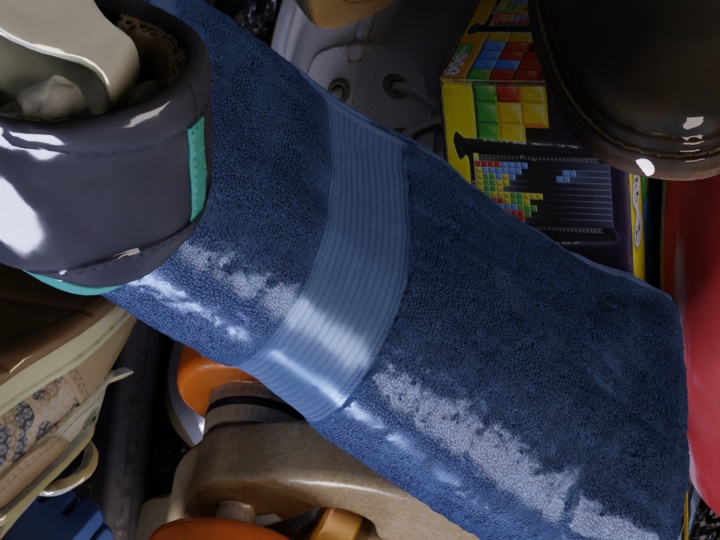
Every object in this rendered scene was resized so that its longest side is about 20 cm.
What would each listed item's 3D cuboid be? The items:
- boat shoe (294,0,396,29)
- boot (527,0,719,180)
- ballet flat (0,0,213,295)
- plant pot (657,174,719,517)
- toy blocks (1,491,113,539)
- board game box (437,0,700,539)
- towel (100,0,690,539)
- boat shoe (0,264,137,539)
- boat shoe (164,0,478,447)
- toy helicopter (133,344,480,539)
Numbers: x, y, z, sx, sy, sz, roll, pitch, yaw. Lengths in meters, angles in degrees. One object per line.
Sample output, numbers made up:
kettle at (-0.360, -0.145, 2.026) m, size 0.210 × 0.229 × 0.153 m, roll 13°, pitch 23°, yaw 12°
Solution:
boat shoe at (0.026, -0.154, 0.842) m, size 0.200 × 0.069 × 0.074 m, roll -51°, pitch 164°, yaw -24°
boot at (0.087, -0.117, 0.788) m, size 0.201 × 0.074 × 0.097 m, roll -81°, pitch 177°, yaw -48°
ballet flat at (-0.116, -0.065, 0.592) m, size 0.199 × 0.073 × 0.073 m, roll 28°, pitch 93°, yaw -2°
plant pot at (0.185, -0.003, 0.861) m, size 0.200 × 0.181 × 0.202 m, roll 1°, pitch 90°, yaw -76°
toy blocks at (-0.117, 0.112, 0.813) m, size 0.137 × 0.100 × 0.200 m, roll -50°, pitch 146°, yaw -27°
board game box at (0.074, -0.002, 0.903) m, size 0.165 × 0.056 × 0.201 m, roll -62°, pitch 151°, yaw -57°
towel at (0.000, 0.000, 0.747) m, size 0.200 × 0.112 × 0.049 m, roll 35°, pitch 117°, yaw -17°
boat shoe at (-0.112, 0.042, 0.724) m, size 0.200 × 0.073 × 0.063 m, roll -45°, pitch 146°, yaw -41°
boat shoe at (0.008, -0.030, 0.876) m, size 0.071 × 0.069 × 0.201 m, roll 14°, pitch 96°, yaw -42°
toy helicopter at (-0.003, 0.094, 0.850) m, size 0.200 × 0.132 × 0.079 m, roll 114°, pitch -13°, yaw -61°
